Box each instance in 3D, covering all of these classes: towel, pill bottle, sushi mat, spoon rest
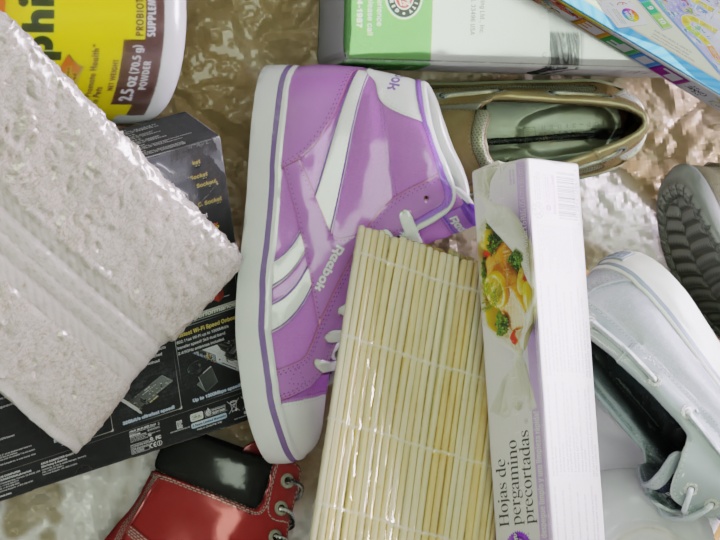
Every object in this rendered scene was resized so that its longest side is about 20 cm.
[{"bbox_3d":[-0.155,-0.018,1.288,0.133,0.034,0.200,-48,122,-5],"label":"towel"},{"bbox_3d":[-0.193,-0.126,1.346,0.200,0.109,0.110,-2,91,-22],"label":"pill bottle"},{"bbox_3d":[0.028,0.082,1.312,0.095,0.012,0.200,15,70,-17],"label":"sushi mat"},{"bbox_3d":[0.087,0.143,1.364,0.200,0.061,0.100,7,91,-22],"label":"spoon rest"}]

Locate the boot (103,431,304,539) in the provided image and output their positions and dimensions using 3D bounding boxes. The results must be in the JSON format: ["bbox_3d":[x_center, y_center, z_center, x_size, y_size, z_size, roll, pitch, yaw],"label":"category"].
[{"bbox_3d":[-0.034,0.168,1.414,0.200,0.072,0.144,32,84,-5],"label":"boot"}]

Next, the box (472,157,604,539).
[{"bbox_3d":[0.085,0.047,1.317,0.041,0.039,0.201,3,79,-43],"label":"box"}]

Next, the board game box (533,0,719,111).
[{"bbox_3d":[0.156,-0.173,1.374,0.200,0.034,0.135,30,85,-10],"label":"board game box"}]

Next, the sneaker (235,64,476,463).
[{"bbox_3d":[0.000,0.000,1.367,0.114,0.073,0.201,4,95,11],"label":"sneaker"}]

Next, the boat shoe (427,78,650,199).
[{"bbox_3d":[0.052,-0.067,1.421,0.200,0.076,0.072,-14,93,-8],"label":"boat shoe"}]

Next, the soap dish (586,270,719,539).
[{"bbox_3d":[0.110,0.110,1.430,0.157,0.081,0.200,27,86,-9],"label":"soap dish"}]

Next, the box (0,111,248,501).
[{"bbox_3d":[-0.156,0.025,1.353,0.200,0.050,0.158,-18,116,-21],"label":"box"}]

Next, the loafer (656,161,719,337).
[{"bbox_3d":[0.230,0.019,1.460,0.070,0.075,0.200,-39,101,-19],"label":"loafer"}]

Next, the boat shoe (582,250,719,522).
[{"bbox_3d":[0.163,0.087,1.357,0.071,0.070,0.201,-36,89,-25],"label":"boat shoe"}]

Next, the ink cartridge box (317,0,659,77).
[{"bbox_3d":[0.084,-0.174,1.421,0.199,0.084,0.146,2,90,-11],"label":"ink cartridge box"}]
